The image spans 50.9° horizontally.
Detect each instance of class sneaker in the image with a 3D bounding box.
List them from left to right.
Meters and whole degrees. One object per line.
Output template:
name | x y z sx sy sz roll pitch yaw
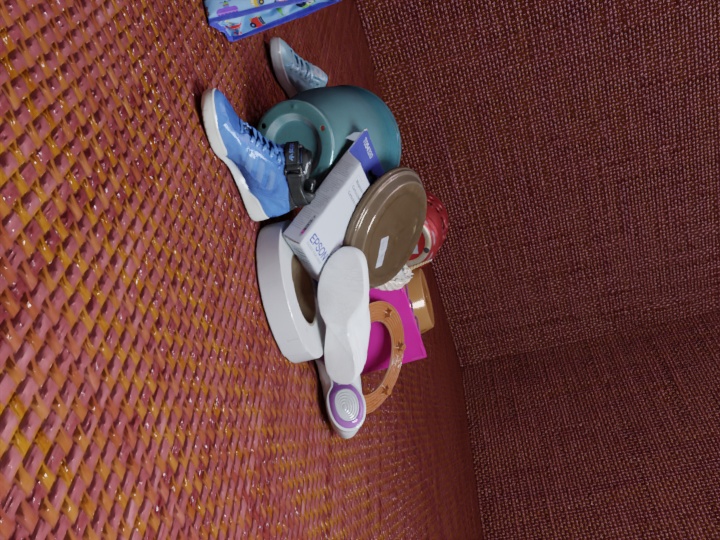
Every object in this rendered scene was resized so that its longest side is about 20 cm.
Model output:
sneaker | -0.120 -0.156 0.971 0.077 0.110 0.201 -91 164 -49
sneaker | -0.106 -0.365 1.396 0.200 0.081 0.075 54 23 -65
sneaker | -0.038 0.166 1.189 0.100 0.074 0.202 96 -12 -60
sneaker | -0.014 0.058 1.105 0.088 0.074 0.203 -30 127 -61

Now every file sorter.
file sorter | 0.029 0.070 1.437 0.126 0.137 0.202 -95 167 -52

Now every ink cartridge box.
ink cartridge box | -0.011 -0.071 1.116 0.201 0.043 0.197 -53 150 -14

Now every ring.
ring | 0.023 0.154 1.315 0.199 0.019 0.204 -17 112 -50

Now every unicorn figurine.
unicorn figurine | 0.000 0.000 1.284 0.138 0.199 0.074 48 -27 6

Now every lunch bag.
lunch bag | -0.123 -0.431 1.055 0.094 0.197 0.153 -6 83 -79

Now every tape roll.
tape roll | -0.096 0.030 1.079 0.203 0.037 0.206 -13 90 -80

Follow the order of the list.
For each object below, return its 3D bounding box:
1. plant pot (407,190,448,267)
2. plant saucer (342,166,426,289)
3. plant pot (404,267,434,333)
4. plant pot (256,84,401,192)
plant pot | 0.137 -0.110 2.112 0.183 0.198 0.203 -55 131 -64
plant saucer | 0.043 -0.058 1.147 0.200 0.029 0.202 -41 146 -35
plant pot | 0.087 0.077 1.732 0.200 0.138 0.203 -13 90 -79
plant pot | -0.061 -0.186 1.158 0.188 0.198 0.203 -21 98 -65
